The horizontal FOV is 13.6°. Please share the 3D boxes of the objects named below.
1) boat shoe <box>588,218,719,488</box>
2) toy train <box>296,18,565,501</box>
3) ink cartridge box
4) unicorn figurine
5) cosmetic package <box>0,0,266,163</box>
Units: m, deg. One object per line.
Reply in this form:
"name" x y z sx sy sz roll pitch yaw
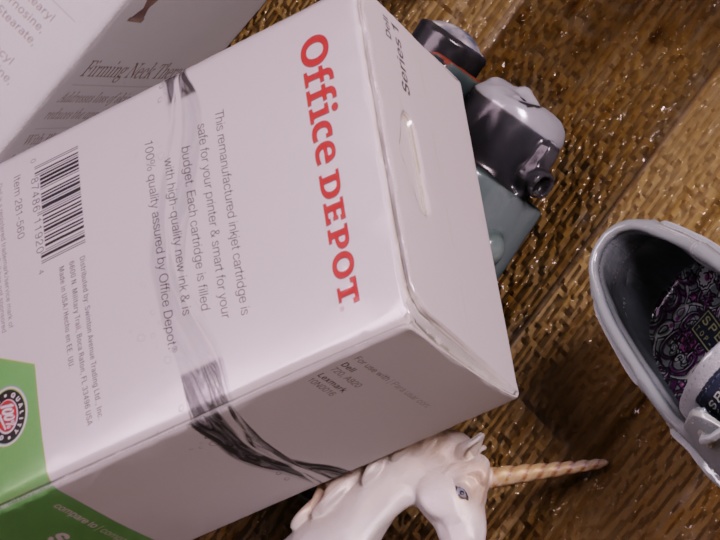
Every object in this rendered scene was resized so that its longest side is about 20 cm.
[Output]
"boat shoe" 0.131 0.048 0.992 0.070 0.071 0.201 -51 37 11
"toy train" 0.000 0.000 1.179 0.114 0.085 0.200 37 93 41
"ink cartridge box" -0.052 0.009 1.102 0.199 0.084 0.147 -24 56 23
"unicorn figurine" -0.019 0.128 1.108 0.199 0.074 0.138 -13 53 46
"cosmetic package" -0.141 -0.152 1.318 0.166 0.167 0.200 45 105 10
